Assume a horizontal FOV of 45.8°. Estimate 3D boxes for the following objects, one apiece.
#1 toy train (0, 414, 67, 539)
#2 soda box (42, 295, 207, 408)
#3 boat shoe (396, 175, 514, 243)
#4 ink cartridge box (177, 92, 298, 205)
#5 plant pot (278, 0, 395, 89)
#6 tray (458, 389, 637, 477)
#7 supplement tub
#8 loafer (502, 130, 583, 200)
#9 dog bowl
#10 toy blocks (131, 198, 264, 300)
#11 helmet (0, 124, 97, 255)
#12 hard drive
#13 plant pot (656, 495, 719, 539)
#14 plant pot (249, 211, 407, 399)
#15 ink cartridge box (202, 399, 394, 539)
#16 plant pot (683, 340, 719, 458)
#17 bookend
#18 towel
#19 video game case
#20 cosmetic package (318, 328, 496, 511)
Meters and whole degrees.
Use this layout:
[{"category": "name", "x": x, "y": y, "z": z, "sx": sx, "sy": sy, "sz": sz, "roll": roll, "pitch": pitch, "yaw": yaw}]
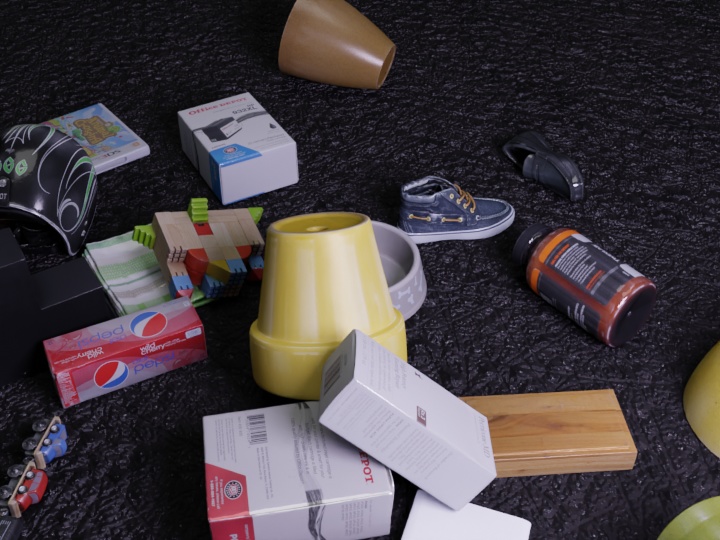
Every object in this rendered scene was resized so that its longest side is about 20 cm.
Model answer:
[{"category": "toy train", "x": -0.383, "y": 0.246, "z": 0.973, "sx": 0.045, "sy": 0.034, "sz": 0.202, "roll": 8, "pitch": 41, "yaw": 3}, {"category": "soda box", "x": -0.306, "y": 0.104, "z": 1.119, "sx": 0.197, "sy": 0.064, "sz": 0.070, "roll": -18, "pitch": 43, "yaw": -21}, {"category": "boat shoe", "x": 0.154, "y": -0.102, "z": 1.341, "sx": 0.197, "sy": 0.092, "sz": 0.071, "roll": -10, "pitch": 41, "yaw": -12}, {"category": "ink cartridge box", "x": -0.215, "y": -0.216, "z": 1.481, "sx": 0.143, "sy": 0.085, "sz": 0.200, "roll": -20, "pitch": 44, "yaw": -22}, {"category": "plant pot", "x": -0.036, "y": -0.446, "z": 1.700, "sx": 0.198, "sy": 0.188, "sz": 0.187, "roll": 25, "pitch": 44, "yaw": 8}, {"category": "tray", "x": 0.222, "y": 0.196, "z": 1.033, "sx": 0.196, "sy": 0.037, "sz": 0.099, "roll": -3, "pitch": 40, "yaw": -3}, {"category": "supplement tub", "x": 0.307, "y": 0.011, "z": 1.197, "sx": 0.106, "sy": 0.108, "sz": 0.200, "roll": -25, "pitch": 47, "yaw": -28}, {"category": "loafer", "x": 0.310, "y": -0.173, "z": 1.450, "sx": 0.069, "sy": 0.069, "sz": 0.201, "roll": -20, "pitch": 38, "yaw": -10}, {"category": "dog bowl", "x": 0.000, "y": 0.000, "z": 1.247, "sx": 0.196, "sy": 0.059, "sz": 0.202, "roll": 0, "pitch": 39, "yaw": 0}, {"category": "toy blocks", "x": -0.213, "y": -0.021, "z": 1.236, "sx": 0.197, "sy": 0.101, "sz": 0.138, "roll": -6, "pitch": 50, "yaw": -34}, {"category": "helmet", "x": -0.498, "y": -0.128, "z": 1.309, "sx": 0.196, "sy": 0.201, "sz": 0.193, "roll": 2, "pitch": 57, "yaw": 3}, {"category": "hard drive", "x": 0.094, "y": 0.331, "z": 0.880, "sx": 0.130, "sy": 0.026, "sz": 0.201, "roll": 13, "pitch": 42, "yaw": 14}, {"category": "plant pot", "x": 0.371, "y": 0.320, "z": 0.785, "sx": 0.197, "sy": 0.203, "sz": 0.193, "roll": -9, "pitch": 29, "yaw": -11}, {"category": "plant pot", "x": -0.045, "y": 0.034, "z": 1.054, "sx": 0.197, "sy": 0.192, "sz": 0.201, "roll": -5, "pitch": 15, "yaw": 1}, {"category": "ink cartridge box", "x": -0.072, "y": 0.229, "z": 0.954, "sx": 0.196, "sy": 0.084, "sz": 0.148, "roll": -6, "pitch": 40, "yaw": -8}, {"category": "plant pot", "x": 0.507, "y": 0.131, "z": 1.027, "sx": 0.196, "sy": 0.144, "sz": 0.202, "roll": 0, "pitch": 40, "yaw": 0}, {"category": "bookend", "x": -0.428, "y": 0.025, "z": 1.106, "sx": 0.197, "sy": 0.202, "sz": 0.092, "roll": -23, "pitch": 45, "yaw": -25}, {"category": "towel", "x": -0.313, "y": 0.001, "z": 1.267, "sx": 0.148, "sy": 0.031, "sz": 0.200, "roll": -23, "pitch": 46, "yaw": -24}, {"category": "video game case", "x": -0.508, "y": -0.231, "z": 1.546, "sx": 0.181, "sy": 0.022, "sz": 0.199, "roll": -27, "pitch": 47, "yaw": -29}, {"category": "cosmetic package", "x": 0.051, "y": 0.163, "z": 0.933, "sx": 0.199, "sy": 0.074, "sz": 0.102, "roll": 34, "pitch": 24, "yaw": -16}]
